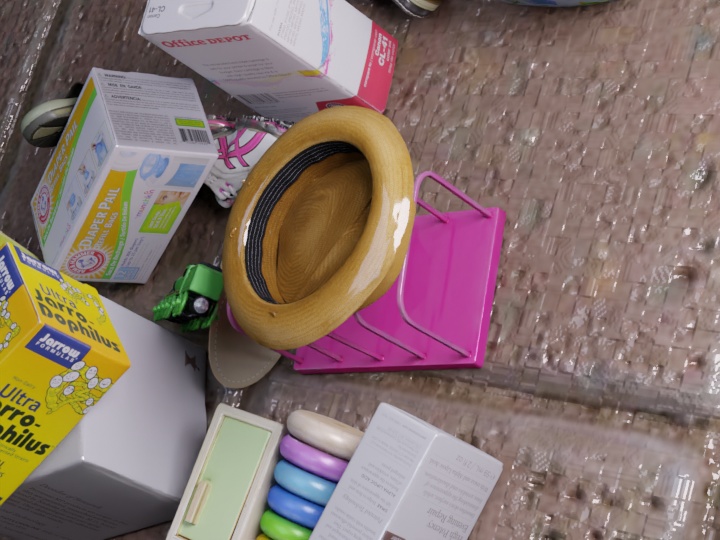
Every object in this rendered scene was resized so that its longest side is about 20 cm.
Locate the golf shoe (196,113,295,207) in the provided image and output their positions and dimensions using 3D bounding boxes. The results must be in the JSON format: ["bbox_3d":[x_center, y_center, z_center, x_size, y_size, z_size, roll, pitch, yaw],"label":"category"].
[{"bbox_3d":[-0.107,-0.106,1.487,0.199,0.072,0.093,7,92,47],"label":"golf shoe"}]

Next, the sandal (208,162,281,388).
[{"bbox_3d":[-0.097,0.002,1.428,0.070,0.077,0.214,-171,91,-78],"label":"sandal"}]

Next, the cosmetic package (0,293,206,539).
[{"bbox_3d":[-0.268,0.146,1.421,0.198,0.166,0.169,-20,57,30],"label":"cosmetic package"}]

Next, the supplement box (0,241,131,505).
[{"bbox_3d":[-0.309,0.097,1.289,0.200,0.109,0.110,-46,47,12],"label":"supplement box"}]

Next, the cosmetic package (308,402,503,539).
[{"bbox_3d":[0.020,0.216,1.193,0.074,0.101,0.202,23,85,45],"label":"cosmetic package"}]

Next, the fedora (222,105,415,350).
[{"bbox_3d":[-0.020,-0.026,1.187,0.199,0.081,0.203,-17,64,38],"label":"fedora"}]

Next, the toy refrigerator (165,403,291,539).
[{"bbox_3d":[-0.116,0.224,1.315,0.075,0.070,0.202,15,79,33],"label":"toy refrigerator"}]

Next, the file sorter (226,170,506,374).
[{"bbox_3d":[0.000,0.000,1.298,0.198,0.125,0.141,-5,66,38],"label":"file sorter"}]

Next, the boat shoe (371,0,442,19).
[{"bbox_3d":[0.013,-0.292,1.478,0.065,0.073,0.201,-53,42,20],"label":"boat shoe"}]

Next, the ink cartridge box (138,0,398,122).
[{"bbox_3d":[-0.082,-0.216,1.421,0.146,0.199,0.087,2,70,39],"label":"ink cartridge box"}]

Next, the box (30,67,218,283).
[{"bbox_3d":[-0.236,-0.088,1.497,0.201,0.111,0.102,-55,45,40],"label":"box"}]

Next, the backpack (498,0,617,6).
[{"bbox_3d":[0.167,-0.297,1.277,0.198,0.182,0.149,1,92,36],"label":"backpack"}]

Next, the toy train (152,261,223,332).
[{"bbox_3d":[-0.157,0.024,1.413,0.200,0.041,0.057,167,124,-75],"label":"toy train"}]

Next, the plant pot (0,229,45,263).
[{"bbox_3d":[-0.414,0.046,1.577,0.198,0.200,0.183,21,77,44],"label":"plant pot"}]

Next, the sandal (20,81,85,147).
[{"bbox_3d":[-0.287,-0.166,1.562,0.080,0.201,0.058,-39,82,14],"label":"sandal"}]

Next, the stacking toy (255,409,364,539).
[{"bbox_3d":[-0.053,0.223,1.275,0.085,0.085,0.202,21,90,43],"label":"stacking toy"}]
